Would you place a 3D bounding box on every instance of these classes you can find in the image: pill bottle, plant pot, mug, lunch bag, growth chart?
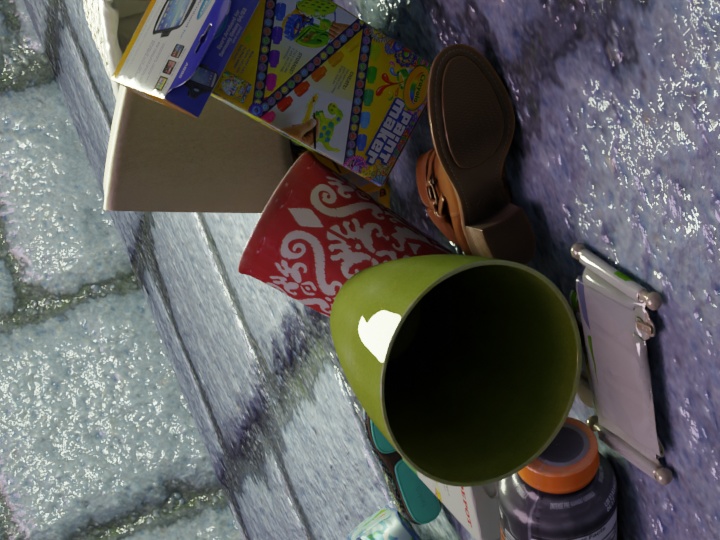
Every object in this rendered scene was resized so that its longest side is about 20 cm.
[{"bbox_3d":[0.175,0.222,1.463,0.106,0.105,0.201,-128,24,-47],"label":"pill bottle"},{"bbox_3d":[-0.172,-0.163,1.771,0.200,0.198,0.179,-133,44,-77],"label":"plant pot"},{"bbox_3d":[0.005,-0.010,1.605,0.199,0.134,0.178,31,-168,5],"label":"mug"},{"bbox_3d":[0.056,0.374,2.033,0.161,0.082,0.200,54,173,0],"label":"lunch bag"},{"bbox_3d":[0.205,0.075,1.337,0.145,0.018,0.201,-133,27,-55],"label":"growth chart"},{"bbox_3d":[0.057,0.063,1.418,0.200,0.186,0.189,26,135,62],"label":"plant pot"}]

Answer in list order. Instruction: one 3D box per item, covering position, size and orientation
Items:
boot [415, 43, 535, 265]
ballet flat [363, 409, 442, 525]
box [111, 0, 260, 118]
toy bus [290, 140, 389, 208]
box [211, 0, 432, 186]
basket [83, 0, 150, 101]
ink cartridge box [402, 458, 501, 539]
[{"bbox_3d":[0.087,-0.100,1.442,0.201,0.076,0.155,66,170,-15],"label":"boot"},{"bbox_3d":[0.042,0.203,1.954,0.074,0.074,0.202,-149,43,-66],"label":"ballet flat"},{"bbox_3d":[-0.150,-0.201,1.448,0.041,0.120,0.200,28,180,-28],"label":"box"},{"bbox_3d":[-0.028,-0.100,1.786,0.065,0.078,0.201,91,154,-50],"label":"toy bus"},{"bbox_3d":[-0.062,-0.189,1.537,0.192,0.123,0.200,28,-178,-26],"label":"box"},{"bbox_3d":[-0.220,-0.323,1.946,0.201,0.197,0.161,88,159,-51],"label":"basket"},{"bbox_3d":[0.102,0.158,1.662,0.200,0.083,0.146,-139,32,-60],"label":"ink cartridge box"}]
